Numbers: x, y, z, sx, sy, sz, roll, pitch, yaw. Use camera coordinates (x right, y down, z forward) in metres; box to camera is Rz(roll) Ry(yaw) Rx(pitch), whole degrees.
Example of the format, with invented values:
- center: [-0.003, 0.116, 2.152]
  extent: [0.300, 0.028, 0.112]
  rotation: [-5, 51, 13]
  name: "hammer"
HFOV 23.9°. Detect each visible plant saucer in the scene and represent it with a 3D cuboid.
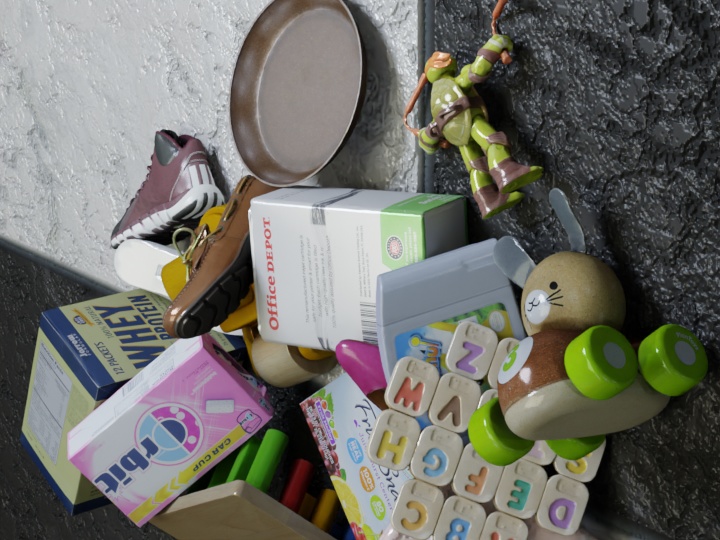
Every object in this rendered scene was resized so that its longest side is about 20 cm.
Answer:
- center: [-0.057, -0.180, 1.675]
  extent: [0.200, 0.032, 0.201]
  rotation: [-8, 79, 46]
  name: "plant saucer"

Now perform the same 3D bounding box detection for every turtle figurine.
- center: [0.099, -0.138, 1.498]
  extent: [0.162, 0.064, 0.200]
  rotation: [62, 141, 17]
  name: "turtle figurine"

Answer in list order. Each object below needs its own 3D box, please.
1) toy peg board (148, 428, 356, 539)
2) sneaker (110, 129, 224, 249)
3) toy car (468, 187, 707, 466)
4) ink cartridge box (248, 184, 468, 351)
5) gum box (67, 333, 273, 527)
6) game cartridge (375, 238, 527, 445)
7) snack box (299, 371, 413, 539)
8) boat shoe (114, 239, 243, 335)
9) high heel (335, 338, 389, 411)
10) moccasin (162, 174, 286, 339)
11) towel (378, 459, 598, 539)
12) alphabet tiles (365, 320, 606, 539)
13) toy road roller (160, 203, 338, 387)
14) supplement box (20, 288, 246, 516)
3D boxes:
- center: [-0.089, 0.261, 1.824]
  extent: [0.199, 0.098, 0.200]
  rotation: [35, 149, -21]
  name: "toy peg board"
- center: [-0.225, -0.097, 1.938]
  extent: [0.200, 0.075, 0.116]
  rotation: [-23, 74, 47]
  name: "sneaker"
- center: [0.166, 0.038, 1.418]
  extent: [0.164, 0.157, 0.201]
  rotation: [-42, 57, 46]
  name: "toy car"
- center: [0.000, 0.000, 1.617]
  extent: [0.199, 0.084, 0.146]
  rotation: [7, 108, 34]
  name: "ink cartridge box"
- center: [-0.199, 0.161, 1.800]
  extent: [0.114, 0.200, 0.066]
  rotation: [48, -173, -22]
  name: "gum box"
- center: [0.088, 0.085, 1.522]
  extent: [0.040, 0.133, 0.201]
  rotation: [-111, 3, -82]
  name: "game cartridge"
- center: [0.038, 0.188, 1.685]
  extent: [0.169, 0.067, 0.201]
  rotation: [-36, 74, 51]
  name: "snack box"
- center: [-0.181, 0.018, 1.906]
  extent: [0.199, 0.068, 0.072]
  rotation: [16, 98, 21]
  name: "boat shoe"
- center: [0.045, 0.149, 1.563]
  extent: [0.200, 0.096, 0.067]
  rotation: [36, 149, -9]
  name: "high heel"
- center: [-0.139, -0.017, 1.662]
  extent: [0.077, 0.202, 0.074]
  rotation: [21, 152, 16]
  name: "moccasin"
- center: [0.106, 0.281, 1.504]
  extent: [0.200, 0.032, 0.191]
  rotation: [34, 92, -3]
  name: "towel"
- center: [0.111, 0.153, 1.482]
  extent: [0.015, 0.199, 0.196]
  rotation: [132, 159, -81]
  name: "alphabet tiles"
- center: [-0.117, 0.029, 1.763]
  extent: [0.123, 0.146, 0.201]
  rotation: [-26, 82, 55]
  name: "toy road roller"
- center: [-0.263, 0.142, 1.946]
  extent: [0.134, 0.199, 0.200]
  rotation: [46, 135, 34]
  name: "supplement box"
